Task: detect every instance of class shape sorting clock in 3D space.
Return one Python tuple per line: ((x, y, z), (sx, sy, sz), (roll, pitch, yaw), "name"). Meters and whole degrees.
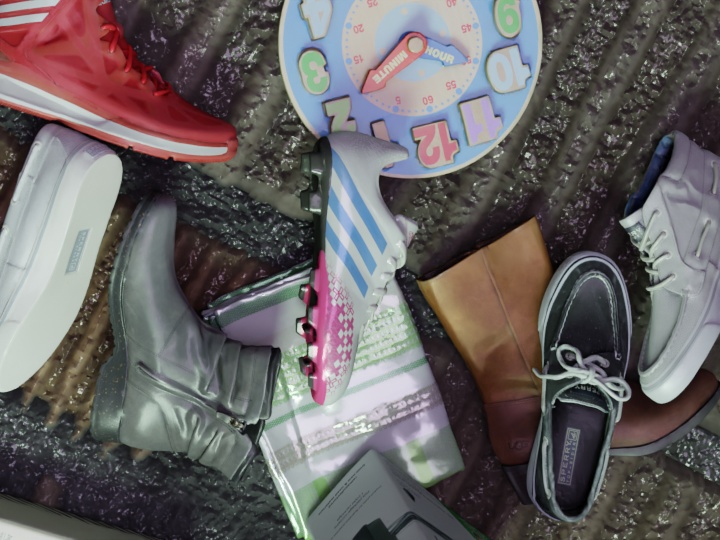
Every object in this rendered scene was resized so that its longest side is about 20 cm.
((0.038, -0.168, 1.385), (0.198, 0.039, 0.202), (-2, 99, -10), "shape sorting clock")

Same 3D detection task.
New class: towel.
((-0.017, 0.091, 1.421), (0.148, 0.031, 0.201), (-23, 102, -5), "towel")

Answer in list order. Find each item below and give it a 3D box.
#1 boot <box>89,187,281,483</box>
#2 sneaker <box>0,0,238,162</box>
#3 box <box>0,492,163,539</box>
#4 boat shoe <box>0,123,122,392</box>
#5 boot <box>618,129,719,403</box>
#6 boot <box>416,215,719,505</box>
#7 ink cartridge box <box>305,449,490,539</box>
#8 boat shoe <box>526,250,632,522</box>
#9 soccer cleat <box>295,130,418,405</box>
((-0.116, 0.046, 1.363), (0.131, 0.070, 0.201), (12, 109, 8), "boot")
((-0.171, -0.152, 1.334), (0.199, 0.078, 0.116), (16, 97, -13), "sneaker")
((-0.228, 0.223, 1.387), (0.199, 0.068, 0.083), (19, 96, -12), "box")
((-0.238, -0.010, 1.350), (0.068, 0.072, 0.201), (32, 115, 23), "boat shoe")
((0.227, -0.006, 1.402), (0.095, 0.073, 0.201), (32, 63, -16), "boot")
((0.164, 0.053, 1.442), (0.187, 0.068, 0.201), (-23, 94, 2), "boot")
((0.056, 0.236, 1.356), (0.146, 0.200, 0.083), (40, 96, -24), "ink cartridge box")
((0.161, 0.085, 1.375), (0.073, 0.068, 0.201), (14, 87, -5), "boat shoe")
((0.000, 0.000, 1.361), (0.086, 0.070, 0.202), (1, 98, -11), "soccer cleat")
